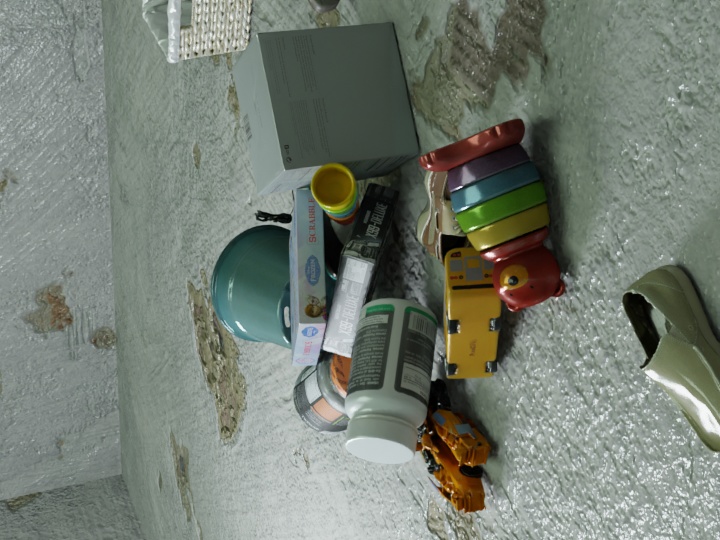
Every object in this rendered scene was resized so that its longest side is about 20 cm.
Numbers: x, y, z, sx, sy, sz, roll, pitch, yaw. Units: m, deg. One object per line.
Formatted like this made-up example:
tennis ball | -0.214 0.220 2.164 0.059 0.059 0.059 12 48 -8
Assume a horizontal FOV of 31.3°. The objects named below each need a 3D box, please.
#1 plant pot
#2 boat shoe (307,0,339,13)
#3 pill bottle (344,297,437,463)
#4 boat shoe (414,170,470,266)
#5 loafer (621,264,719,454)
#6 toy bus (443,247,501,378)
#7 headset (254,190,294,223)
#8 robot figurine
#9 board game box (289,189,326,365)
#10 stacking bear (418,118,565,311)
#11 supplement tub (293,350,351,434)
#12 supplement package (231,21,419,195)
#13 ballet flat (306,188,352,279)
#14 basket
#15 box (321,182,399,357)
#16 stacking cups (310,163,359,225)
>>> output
plant pot | -0.112 0.042 2.086 0.196 0.199 0.202 21 119 56
boat shoe | -0.065 -0.460 1.912 0.073 0.074 0.202 102 160 -63
pill bottle | 0.039 0.149 1.733 0.113 0.112 0.201 124 159 -60
boat shoe | 0.122 -0.078 1.593 0.201 0.075 0.074 98 148 -55
loafer | 0.300 0.089 1.201 0.076 0.068 0.201 111 143 -53
toy bus | 0.133 0.058 1.563 0.201 0.064 0.079 85 -179 -58
headset | -0.130 -0.179 2.146 0.123 0.093 0.202 170 101 -69
robot figurine | 0.112 0.236 1.750 0.200 0.058 0.146 -139 46 -58
board game box | -0.078 0.014 1.865 0.200 0.041 0.202 106 162 -69
stacking bear | 0.163 -0.055 1.441 0.114 0.121 0.201 -21 -90 -68
supplement tub | -0.024 0.175 1.984 0.200 0.122 0.124 137 121 -64
supplement package | -0.051 -0.224 1.783 0.147 0.198 0.193 152 107 -68
ballet flat | -0.039 -0.084 1.980 0.068 0.068 0.201 -31 57 25
basket | -0.301 -0.517 2.347 0.200 0.160 0.199 -122 31 -43
box | 0.000 0.000 1.844 0.201 0.049 0.158 103 -175 -45
stacking cups | -0.032 -0.094 1.775 0.200 0.060 0.061 78 179 -80
